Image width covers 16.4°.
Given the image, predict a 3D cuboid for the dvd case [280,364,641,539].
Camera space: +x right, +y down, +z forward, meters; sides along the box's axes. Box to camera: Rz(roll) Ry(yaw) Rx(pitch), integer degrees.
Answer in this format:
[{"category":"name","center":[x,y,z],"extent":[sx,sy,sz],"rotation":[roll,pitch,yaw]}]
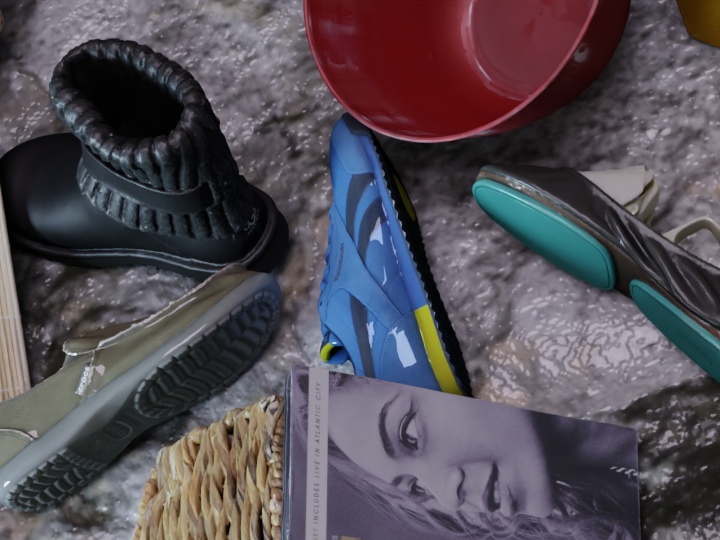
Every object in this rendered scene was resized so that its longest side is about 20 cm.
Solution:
[{"category":"dvd case","center":[0.054,0.134,1.274],"extent":[0.199,0.016,0.149],"rotation":[11,61,-19]}]

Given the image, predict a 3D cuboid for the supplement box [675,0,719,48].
[{"category":"supplement box","center":[0.297,-0.209,1.362],"extent":[0.197,0.133,0.200],"rotation":[25,75,27]}]

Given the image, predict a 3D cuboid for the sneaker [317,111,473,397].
[{"category":"sneaker","center":[0.000,0.000,1.400],"extent":[0.078,0.066,0.201],"rotation":[-22,60,11]}]

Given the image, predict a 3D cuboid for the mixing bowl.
[{"category":"mixing bowl","center":[0.079,-0.159,1.410],"extent":[0.200,0.108,0.201],"rotation":[-9,75,34]}]

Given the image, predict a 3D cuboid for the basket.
[{"category":"basket","center":[-0.030,0.188,1.321],"extent":[0.143,0.149,0.201],"rotation":[-29,53,42]}]

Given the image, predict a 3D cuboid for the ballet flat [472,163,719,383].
[{"category":"ballet flat","center":[0.155,-0.010,1.359],"extent":[0.200,0.068,0.068],"rotation":[37,71,19]}]

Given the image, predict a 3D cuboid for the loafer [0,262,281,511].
[{"category":"loafer","center":[-0.136,0.053,1.413],"extent":[0.200,0.075,0.070],"rotation":[-35,64,0]}]

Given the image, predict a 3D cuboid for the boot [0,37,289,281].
[{"category":"boot","center":[-0.151,-0.068,1.427],"extent":[0.210,0.158,0.080],"rotation":[8,66,27]}]

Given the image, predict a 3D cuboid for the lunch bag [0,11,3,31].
[{"category":"lunch bag","center":[-0.319,-0.181,1.567],"extent":[0.176,0.082,0.200],"rotation":[-36,48,-23]}]

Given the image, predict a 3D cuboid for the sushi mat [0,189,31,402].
[{"category":"sushi mat","center":[-0.252,-0.006,1.469],"extent":[0.095,0.012,0.201],"rotation":[-10,86,6]}]
